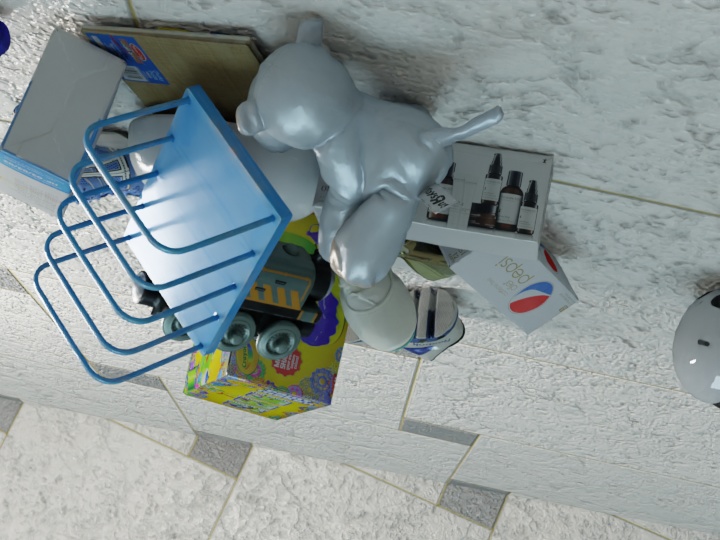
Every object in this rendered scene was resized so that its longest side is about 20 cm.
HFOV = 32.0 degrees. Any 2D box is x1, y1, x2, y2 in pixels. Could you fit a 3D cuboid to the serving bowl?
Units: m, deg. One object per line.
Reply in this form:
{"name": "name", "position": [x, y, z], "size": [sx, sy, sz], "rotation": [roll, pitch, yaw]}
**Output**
{"name": "serving bowl", "position": [-0.123, -0.083, 1.173], "size": [0.198, 0.066, 0.200], "rotation": [10, 172, 1]}

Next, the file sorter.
{"name": "file sorter", "position": [-0.171, -0.021, 1.019], "size": [0.122, 0.139, 0.200], "rotation": [-22, 157, -38]}

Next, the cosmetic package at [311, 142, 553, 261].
{"name": "cosmetic package", "position": [0.064, -0.070, 1.097], "size": [0.198, 0.083, 0.051], "rotation": [9, 161, 11]}

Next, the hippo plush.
{"name": "hippo plush", "position": [-0.023, -0.089, 0.957], "size": [0.160, 0.160, 0.200], "rotation": [29, 178, -15]}

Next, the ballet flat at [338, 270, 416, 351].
{"name": "ballet flat", "position": [0.000, 0.000, 1.240], "size": [0.069, 0.201, 0.070], "rotation": [-8, 128, -10]}

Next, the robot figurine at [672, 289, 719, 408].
{"name": "robot figurine", "position": [0.418, 0.090, 1.285], "size": [0.198, 0.126, 0.151], "rotation": [16, 140, -11]}

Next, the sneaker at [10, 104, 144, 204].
{"name": "sneaker", "position": [-0.257, -0.098, 1.253], "size": [0.198, 0.078, 0.076], "rotation": [17, 161, -20]}

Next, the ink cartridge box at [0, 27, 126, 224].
{"name": "ink cartridge box", "position": [-0.266, -0.118, 1.100], "size": [0.067, 0.116, 0.200], "rotation": [24, 165, -12]}

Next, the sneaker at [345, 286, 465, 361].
{"name": "sneaker", "position": [0.046, 0.073, 1.580], "size": [0.198, 0.081, 0.115], "rotation": [2, 158, 28]}

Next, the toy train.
{"name": "toy train", "position": [-0.117, 0.014, 1.201], "size": [0.199, 0.114, 0.085], "rotation": [14, -152, -34]}

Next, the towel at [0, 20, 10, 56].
{"name": "towel", "position": [-0.398, -0.223, 1.013], "size": [0.147, 0.050, 0.199], "rotation": [-10, 153, 37]}

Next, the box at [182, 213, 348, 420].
{"name": "box", "position": [-0.096, 0.046, 1.388], "size": [0.121, 0.202, 0.192], "rotation": [18, 164, -17]}

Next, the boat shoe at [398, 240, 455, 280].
{"name": "boat shoe", "position": [0.054, -0.041, 1.225], "size": [0.063, 0.074, 0.200], "rotation": [-11, 154, 30]}

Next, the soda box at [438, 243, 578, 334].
{"name": "soda box", "position": [0.141, -0.009, 1.225], "size": [0.068, 0.064, 0.200], "rotation": [-34, 147, 14]}

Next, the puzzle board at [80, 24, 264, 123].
{"name": "puzzle board", "position": [-0.130, -0.156, 1.076], "size": [0.149, 0.018, 0.200], "rotation": [9, 162, 18]}
